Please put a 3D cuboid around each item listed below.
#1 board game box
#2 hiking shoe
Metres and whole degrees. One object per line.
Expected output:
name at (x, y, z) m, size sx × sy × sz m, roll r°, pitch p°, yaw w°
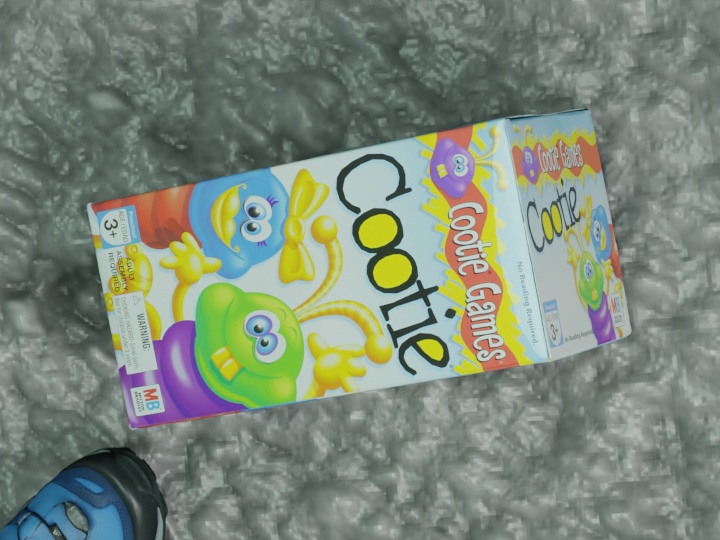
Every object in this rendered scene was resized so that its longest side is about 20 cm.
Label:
board game box at (0.000, 0.000, 1.278) m, size 0.200 × 0.105 × 0.103 m, roll -11°, pitch 90°, yaw 25°
hiking shoe at (-0.167, 0.163, 1.376) m, size 0.074 × 0.087 × 0.200 m, roll 47°, pitch 110°, yaw 14°
